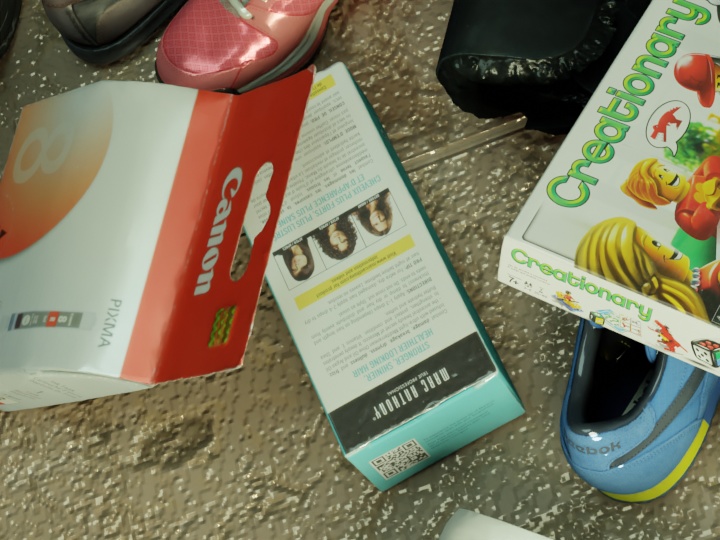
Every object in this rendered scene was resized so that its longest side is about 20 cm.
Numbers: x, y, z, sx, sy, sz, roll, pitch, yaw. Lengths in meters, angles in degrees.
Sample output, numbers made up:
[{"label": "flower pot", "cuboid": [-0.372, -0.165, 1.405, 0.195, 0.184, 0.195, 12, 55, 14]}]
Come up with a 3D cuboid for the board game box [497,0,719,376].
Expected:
[{"label": "board game box", "cuboid": [0.160, -0.048, 1.056, 0.126, 0.035, 0.200, 23, 54, 14]}]

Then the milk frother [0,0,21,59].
[{"label": "milk frother", "cuboid": [-0.312, -0.150, 1.253, 0.188, 0.200, 0.181, -1, 68, 22]}]

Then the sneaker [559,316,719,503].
[{"label": "sneaker", "cuboid": [0.143, 0.005, 1.065, 0.066, 0.078, 0.200, 13, 69, 29]}]

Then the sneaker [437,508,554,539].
[{"label": "sneaker", "cuboid": [0.093, 0.199, 0.992, 0.200, 0.081, 0.147, 21, 82, 25]}]

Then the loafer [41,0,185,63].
[{"label": "loafer", "cuboid": [-0.096, -0.201, 1.272, 0.072, 0.063, 0.200, 34, 80, 31]}]

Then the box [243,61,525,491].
[{"label": "box", "cuboid": [0.000, 0.000, 1.140, 0.082, 0.049, 0.200, -29, 58, 7]}]

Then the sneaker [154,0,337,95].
[{"label": "sneaker", "cuboid": [-0.034, -0.169, 1.217, 0.200, 0.087, 0.074, -39, 56, 0]}]

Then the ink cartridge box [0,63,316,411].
[{"label": "ink cartridge box", "cuboid": [-0.116, -0.019, 1.149, 0.200, 0.050, 0.162, -14, 55, 50]}]

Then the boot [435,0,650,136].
[{"label": "boot", "cuboid": [0.063, -0.165, 1.136, 0.076, 0.200, 0.168, -32, 38, 60]}]
